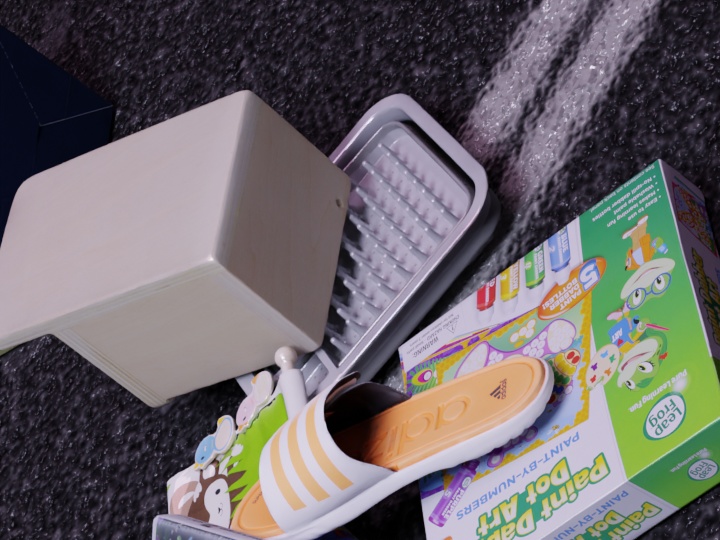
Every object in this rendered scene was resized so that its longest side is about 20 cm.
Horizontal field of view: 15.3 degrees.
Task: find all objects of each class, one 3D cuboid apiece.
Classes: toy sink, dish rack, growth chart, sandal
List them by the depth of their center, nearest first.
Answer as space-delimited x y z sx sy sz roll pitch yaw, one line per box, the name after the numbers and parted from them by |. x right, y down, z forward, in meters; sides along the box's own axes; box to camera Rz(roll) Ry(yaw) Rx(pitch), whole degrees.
0.006 0.082 1.454 0.206 0.059 0.079 -28 28 21 | sandal
-0.081 0.152 1.594 0.200 0.018 0.145 -51 38 28 | growth chart
0.000 0.000 1.648 0.200 0.044 0.172 -50 33 6 | dish rack
-0.118 -0.003 1.658 0.200 0.112 0.131 -20 45 34 | toy sink

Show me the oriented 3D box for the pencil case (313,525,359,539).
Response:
0.007 0.202 1.428 0.200 0.087 0.078 36 132 57 | pencil case

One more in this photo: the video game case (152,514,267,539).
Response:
-0.069 0.242 1.445 0.182 0.023 0.201 6 94 59 | video game case

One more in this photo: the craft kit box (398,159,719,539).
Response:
0.114 0.068 1.448 0.200 0.048 0.198 -37 40 24 | craft kit box

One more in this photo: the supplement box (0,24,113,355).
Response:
-0.306 -0.042 1.981 0.199 0.134 0.200 -28 41 33 | supplement box
